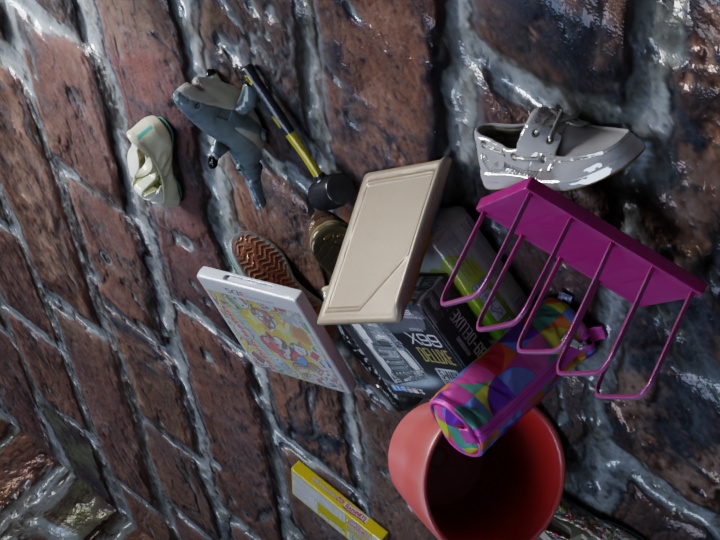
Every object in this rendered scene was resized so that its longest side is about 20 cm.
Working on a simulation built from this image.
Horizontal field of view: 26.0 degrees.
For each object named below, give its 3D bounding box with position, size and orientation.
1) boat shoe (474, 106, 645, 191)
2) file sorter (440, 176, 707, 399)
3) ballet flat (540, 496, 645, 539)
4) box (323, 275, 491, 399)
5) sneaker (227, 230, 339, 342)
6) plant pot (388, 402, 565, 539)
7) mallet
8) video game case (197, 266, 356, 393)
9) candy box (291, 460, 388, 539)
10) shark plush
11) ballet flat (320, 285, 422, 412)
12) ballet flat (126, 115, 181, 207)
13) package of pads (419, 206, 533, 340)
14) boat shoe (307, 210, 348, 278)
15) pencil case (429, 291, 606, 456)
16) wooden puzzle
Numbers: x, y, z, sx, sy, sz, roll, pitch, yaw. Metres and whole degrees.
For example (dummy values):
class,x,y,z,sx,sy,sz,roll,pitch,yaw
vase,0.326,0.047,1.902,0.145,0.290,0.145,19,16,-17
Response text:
class,x,y,z,sx,sy,sz,roll,pitch,yaw
boat shoe,0.175,-0.118,1.451,0.199,0.071,0.070,-2,118,51
file sorter,0.194,0.024,1.483,0.199,0.126,0.139,30,168,-11
ballet flat,0.282,0.341,1.990,0.199,0.064,0.076,25,147,37
box,0.066,0.078,1.786,0.199,0.050,0.158,3,134,56
sneaker,-0.117,0.034,2.140,0.200,0.071,0.080,48,151,-8
plant pot,0.130,0.245,1.950,0.201,0.200,0.177,53,164,-16
mallet,-0.074,-0.156,1.830,0.201,0.041,0.066,58,156,-17
video game case,-0.113,0.082,2.117,0.181,0.023,0.201,13,147,37
candy box,-0.037,0.409,2.637,0.199,0.026,0.103,37,151,19
shark plush,-0.166,-0.160,1.907,0.090,0.083,0.201,28,150,33
ballet flat,0.015,0.099,2.078,0.201,0.057,0.066,53,-177,-3
ballet flat,-0.292,-0.139,2.160,0.069,0.069,0.201,36,154,20
package of pads,0.087,0.004,1.780,0.155,0.068,0.199,53,154,-18
boat shoe,-0.001,0.000,1.927,0.200,0.072,0.068,54,-172,-35
pencil case,0.167,0.111,1.674,0.088,0.200,0.089,44,162,18
wooden puzzle,0.029,-0.026,1.711,0.037,0.187,0.200,24,165,-23
